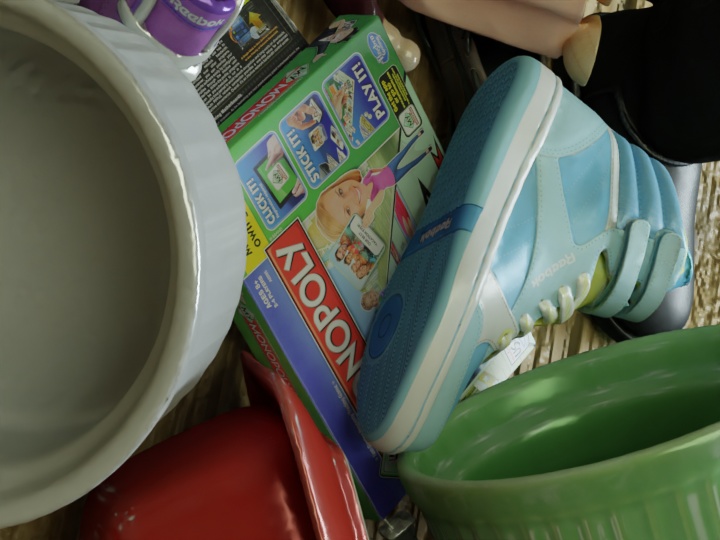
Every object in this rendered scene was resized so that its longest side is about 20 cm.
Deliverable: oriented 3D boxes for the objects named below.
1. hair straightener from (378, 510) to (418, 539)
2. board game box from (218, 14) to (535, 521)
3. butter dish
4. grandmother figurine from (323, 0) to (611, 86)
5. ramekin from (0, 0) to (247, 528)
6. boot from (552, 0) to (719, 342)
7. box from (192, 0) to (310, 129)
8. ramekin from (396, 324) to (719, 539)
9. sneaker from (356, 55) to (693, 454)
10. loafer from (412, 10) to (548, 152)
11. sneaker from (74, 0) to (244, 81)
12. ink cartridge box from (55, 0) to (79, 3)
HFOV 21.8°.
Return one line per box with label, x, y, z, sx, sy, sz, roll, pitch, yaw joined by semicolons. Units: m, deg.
hair straightener;0.019;0.147;0.813;0.041;0.200;0.077;-25;95;-1
board game box;0.000;0.000;0.883;0.135;0.029;0.200;-46;122;-30
butter dish;-0.068;0.148;0.777;0.147;0.199;0.200;-16;93;-7
grandmother figurine;0.023;-0.157;0.894;0.200;0.061;0.122;14;96;-2
ramekin;-0.139;-0.011;0.699;0.098;0.200;0.201;-26;99;-74
boot;0.174;-0.064;0.954;0.073;0.162;0.199;-6;86;-32
box;-0.123;-0.081;0.836;0.160;0.044;0.200;52;60;-15
ramekin;0.124;0.102;0.842;0.200;0.200;0.098;-23;100;-33
sneaker;0.086;0.012;0.867;0.130;0.080;0.200;29;74;-17
loafer;0.075;-0.104;0.955;0.072;0.063;0.201;-4;85;-33
sneaker;-0.098;-0.071;0.757;0.073;0.114;0.201;13;77;-32
ink cartridge box;-0.206;-0.182;0.719;0.200;0.084;0.146;1;48;-23
